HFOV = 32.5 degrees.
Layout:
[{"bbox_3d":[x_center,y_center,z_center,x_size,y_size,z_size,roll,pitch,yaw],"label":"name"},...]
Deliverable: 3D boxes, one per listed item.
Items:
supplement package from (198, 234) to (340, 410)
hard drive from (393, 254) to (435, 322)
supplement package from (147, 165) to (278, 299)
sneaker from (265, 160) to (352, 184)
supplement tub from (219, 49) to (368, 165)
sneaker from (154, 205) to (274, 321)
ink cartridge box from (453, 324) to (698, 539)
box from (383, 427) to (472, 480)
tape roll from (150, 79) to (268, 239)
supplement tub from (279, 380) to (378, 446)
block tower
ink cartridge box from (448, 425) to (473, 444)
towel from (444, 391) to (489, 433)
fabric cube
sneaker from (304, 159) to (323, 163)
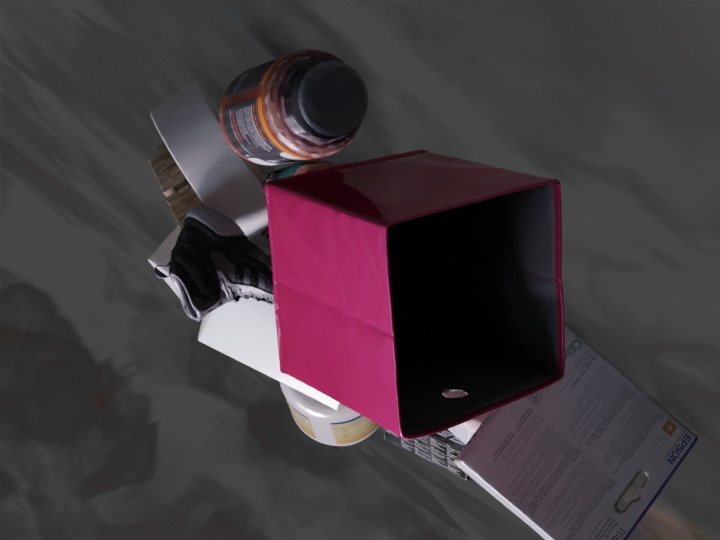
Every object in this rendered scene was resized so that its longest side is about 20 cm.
[{"bbox_3d":[-0.080,0.061,1.536,0.199,0.117,0.118,25,119,9],"label":"supplement package"},{"bbox_3d":[0.075,0.046,1.311,0.027,0.200,0.132,22,158,51],"label":"hard drive"},{"bbox_3d":[-0.165,-0.039,1.660,0.109,0.200,0.114,32,165,30],"label":"supplement package"},{"bbox_3d":[-0.008,-0.081,1.279,0.200,0.072,0.080,10,-177,-42],"label":"sneaker"},{"bbox_3d":[-0.064,-0.160,1.227,0.107,0.107,0.200,44,166,-18],"label":"supplement tub"},{"bbox_3d":[-0.138,0.023,1.415,0.200,0.114,0.075,35,161,-4],"label":"sneaker"},{"bbox_3d":[0.238,0.198,1.368,0.200,0.197,0.043,41,167,-3],"label":"ink cartridge box"},{"bbox_3d":[0.160,0.209,1.642,0.200,0.192,0.048,17,113,59],"label":"box"},{"bbox_3d":[-0.174,-0.132,1.519,0.203,0.071,0.202,57,-178,-3],"label":"tape roll"},{"bbox_3d":[-0.032,0.158,1.693,0.144,0.145,0.200,36,165,15],"label":"supplement tub"},{"bbox_3d":[-0.219,-0.093,1.608,0.058,0.054,0.200,55,-177,-45],"label":"block tower"},{"bbox_3d":[0.153,0.152,1.588,0.160,0.047,0.200,-3,-155,-30],"label":"ink cartridge box"},{"bbox_3d":[0.140,0.133,1.524,0.200,0.191,0.032,28,117,42],"label":"towel"},{"bbox_3d":[0.049,0.011,1.139,0.199,0.196,0.201,20,120,52],"label":"fabric cube"},{"bbox_3d":[-0.021,-0.066,1.448,0.200,0.085,0.077,20,156,51],"label":"sneaker"}]
